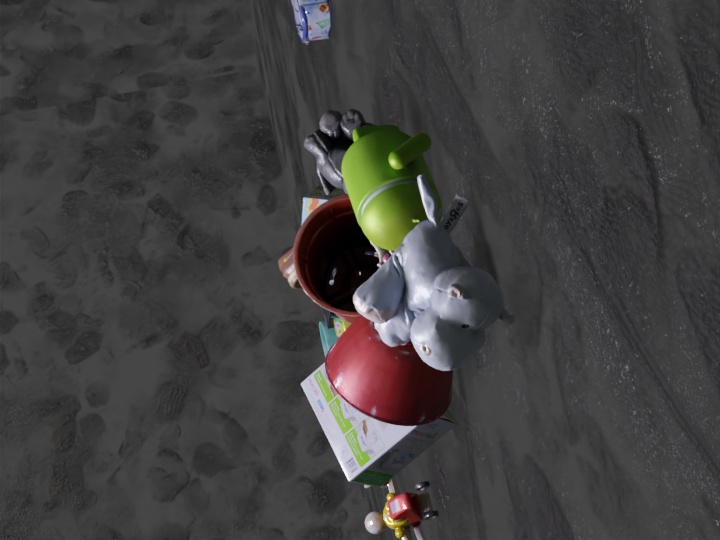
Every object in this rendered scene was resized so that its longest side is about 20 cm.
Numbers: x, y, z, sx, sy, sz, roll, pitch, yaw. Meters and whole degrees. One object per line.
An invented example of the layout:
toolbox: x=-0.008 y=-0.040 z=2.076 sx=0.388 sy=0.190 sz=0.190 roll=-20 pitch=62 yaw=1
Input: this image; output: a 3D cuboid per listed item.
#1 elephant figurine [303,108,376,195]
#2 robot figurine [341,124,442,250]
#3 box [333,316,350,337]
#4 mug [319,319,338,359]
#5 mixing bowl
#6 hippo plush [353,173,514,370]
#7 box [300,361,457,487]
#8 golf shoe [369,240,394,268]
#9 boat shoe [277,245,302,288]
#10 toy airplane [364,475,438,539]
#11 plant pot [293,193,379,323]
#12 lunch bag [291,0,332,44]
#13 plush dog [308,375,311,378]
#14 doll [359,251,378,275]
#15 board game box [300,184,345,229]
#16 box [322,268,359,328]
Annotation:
elephant figurine: x=-0.015 y=-0.194 z=1.605 sx=0.141 sy=0.155 sz=0.200 roll=32 pitch=174 yaw=10
robot figurine: x=0.042 y=-0.111 z=1.249 sx=0.176 sy=0.115 sz=0.200 roll=105 pitch=155 yaw=-47
box: x=0.014 y=0.100 z=1.786 sx=0.200 sy=0.117 sz=0.049 roll=178 pitch=79 yaw=-82
mug: x=-0.032 y=0.189 z=2.269 sx=0.185 sy=0.114 sz=0.152 roll=140 pitch=117 yaw=-82
mixing bowl: x=0.056 y=0.118 z=1.336 sx=0.200 sy=0.200 sz=0.109 roll=-111 pitch=33 yaw=-50
hippo plush: x=0.110 y=0.031 z=1.045 sx=0.200 sy=0.159 sz=0.161 roll=-59 pitch=42 yaw=10
box: x=0.025 y=0.213 z=1.472 sx=0.097 sy=0.176 sz=0.200 roll=27 pitch=-155 yaw=-51
golf shoe: x=0.066 y=0.014 z=1.306 sx=0.077 sy=0.088 sz=0.200 roll=-52 pitch=31 yaw=17
boat shoe: x=-0.071 y=-0.060 z=1.605 sx=0.068 sy=0.200 sz=0.072 roll=46 pitch=-169 yaw=22
toy airplane: x=0.077 y=0.503 z=1.861 sx=0.200 sy=0.141 sz=0.200 roll=-124 pitch=23 yaw=-70
plant pot: x=0.000 y=0.000 z=1.514 sx=0.195 sy=0.200 sz=0.201 roll=77 pitch=179 yaw=-74
lunch bag: x=-0.107 y=-0.555 z=1.820 sx=0.160 sy=0.075 sz=0.201 roll=-174 pitch=74 yaw=-84
plush dog: x=-0.019 y=0.207 z=1.995 sx=0.200 sy=0.160 sz=0.172 roll=-69 pitch=-1 yaw=-56
doll: x=0.024 y=-0.058 z=1.715 sx=0.137 sy=0.048 sz=0.200 roll=-97 pitch=7 yaw=-53
board game box: x=-0.049 y=-0.097 z=1.737 sx=0.200 sy=0.103 sz=0.105 roll=-66 pitch=-18 yaw=-77
box: x=-0.026 y=0.021 z=1.924 sx=0.200 sy=0.124 sz=0.149 roll=99 pitch=158 yaw=-72
